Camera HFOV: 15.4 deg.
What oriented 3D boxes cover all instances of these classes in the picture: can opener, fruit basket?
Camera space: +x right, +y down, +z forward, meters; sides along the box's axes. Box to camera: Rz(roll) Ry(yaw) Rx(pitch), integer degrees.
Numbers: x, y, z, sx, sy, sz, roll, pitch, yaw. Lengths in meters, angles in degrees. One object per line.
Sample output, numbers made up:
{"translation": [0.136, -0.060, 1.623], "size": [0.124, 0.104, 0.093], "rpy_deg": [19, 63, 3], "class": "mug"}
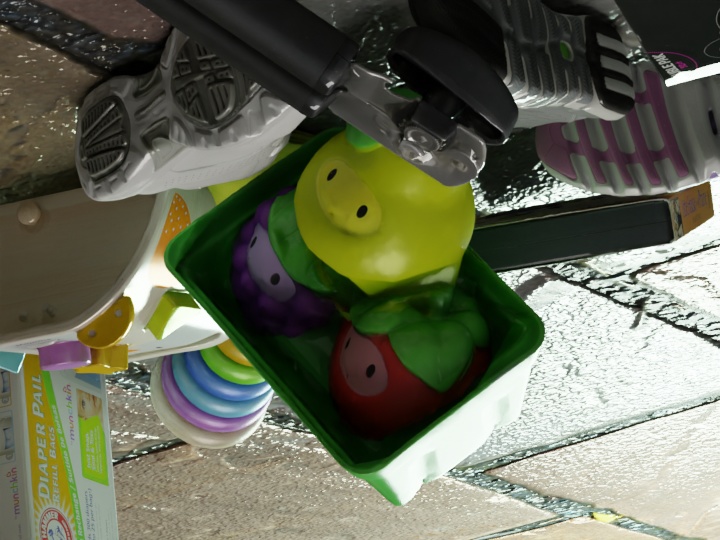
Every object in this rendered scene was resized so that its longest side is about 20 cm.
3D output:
{"translation": [-0.016, -0.113, 1.313], "size": [0.200, 0.067, 0.053], "rpy_deg": [34, 152, -3], "class": "can opener"}
{"translation": [0.000, 0.000, 1.443], "size": [0.155, 0.216, 0.216], "rpy_deg": [-36, 164, -12], "class": "fruit basket"}

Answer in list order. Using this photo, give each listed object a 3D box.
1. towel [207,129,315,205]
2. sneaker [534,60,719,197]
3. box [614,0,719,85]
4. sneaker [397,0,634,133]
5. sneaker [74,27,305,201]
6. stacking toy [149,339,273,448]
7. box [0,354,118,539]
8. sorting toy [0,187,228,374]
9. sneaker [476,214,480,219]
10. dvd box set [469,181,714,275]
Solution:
{"translation": [-0.091, -0.043, 1.621], "size": [0.200, 0.018, 0.086], "rpy_deg": [-24, 160, 36], "class": "towel"}
{"translation": [0.201, -0.081, 1.535], "size": [0.200, 0.081, 0.088], "rpy_deg": [-10, 168, 5], "class": "sneaker"}
{"translation": [0.173, -0.185, 1.166], "size": [0.148, 0.124, 0.200], "rpy_deg": [-13, 160, 15], "class": "box"}
{"translation": [0.054, -0.105, 1.418], "size": [0.115, 0.075, 0.200], "rpy_deg": [-17, 159, 30], "class": "sneaker"}
{"translation": [-0.067, -0.090, 1.433], "size": [0.099, 0.078, 0.200], "rpy_deg": [0, 169, -38], "class": "sneaker"}
{"translation": [-0.079, 0.042, 1.782], "size": [0.085, 0.085, 0.200], "rpy_deg": [0, 152, -20], "class": "stacking toy"}
{"translation": [-0.235, 0.130, 1.770], "size": [0.101, 0.200, 0.112], "rpy_deg": [-17, 158, 24], "class": "box"}
{"translation": [-0.158, 0.021, 1.620], "size": [0.200, 0.107, 0.180], "rpy_deg": [-11, 162, 23], "class": "sorting toy"}
{"translation": [0.031, 0.045, 1.763], "size": [0.070, 0.109, 0.200], "rpy_deg": [1, 158, -20], "class": "sneaker"}
{"translation": [0.131, -0.026, 1.605], "size": [0.146, 0.029, 0.200], "rpy_deg": [-10, -177, 14], "class": "dvd box set"}
